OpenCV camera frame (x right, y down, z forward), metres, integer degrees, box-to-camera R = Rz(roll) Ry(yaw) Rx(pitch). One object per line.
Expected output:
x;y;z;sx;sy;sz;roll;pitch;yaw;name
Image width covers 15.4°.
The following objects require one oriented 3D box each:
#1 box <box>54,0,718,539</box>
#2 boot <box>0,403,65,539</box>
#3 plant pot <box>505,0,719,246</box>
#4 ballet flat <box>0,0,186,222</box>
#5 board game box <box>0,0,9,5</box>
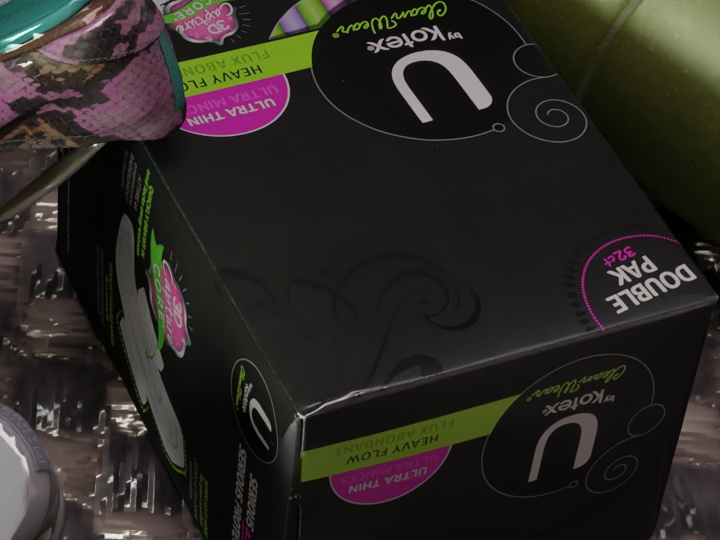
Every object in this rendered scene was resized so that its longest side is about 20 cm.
0.000;0.000;0.882;0.148;0.125;0.200;-15;50;-20;box
-0.163;0.121;0.771;0.200;0.096;0.074;-39;76;-7;boot
0.168;-0.070;0.956;0.200;0.200;0.190;-30;69;-33;plant pot
-0.144;-0.041;0.840;0.199;0.071;0.069;-13;26;24;ballet flat
-0.240;-0.091;0.992;0.199;0.043;0.200;-32;57;-31;board game box
